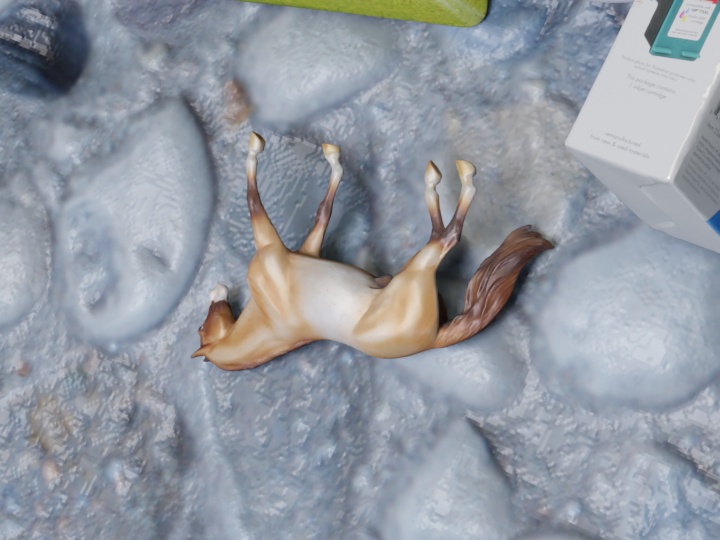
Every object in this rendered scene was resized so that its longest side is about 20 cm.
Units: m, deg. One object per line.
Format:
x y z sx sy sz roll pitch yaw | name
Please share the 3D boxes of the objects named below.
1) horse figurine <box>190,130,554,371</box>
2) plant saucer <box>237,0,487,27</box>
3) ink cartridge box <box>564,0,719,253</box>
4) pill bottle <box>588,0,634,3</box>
0.000 0.000 1.376 0.199 0.050 0.133 9 88 23 | horse figurine
-0.018 -0.247 1.436 0.199 0.048 0.201 9 98 26 | plant saucer
0.194 -0.121 1.288 0.067 0.116 0.201 22 81 34 | ink cartridge box
0.139 -0.255 1.369 0.112 0.112 0.201 -12 67 23 | pill bottle
